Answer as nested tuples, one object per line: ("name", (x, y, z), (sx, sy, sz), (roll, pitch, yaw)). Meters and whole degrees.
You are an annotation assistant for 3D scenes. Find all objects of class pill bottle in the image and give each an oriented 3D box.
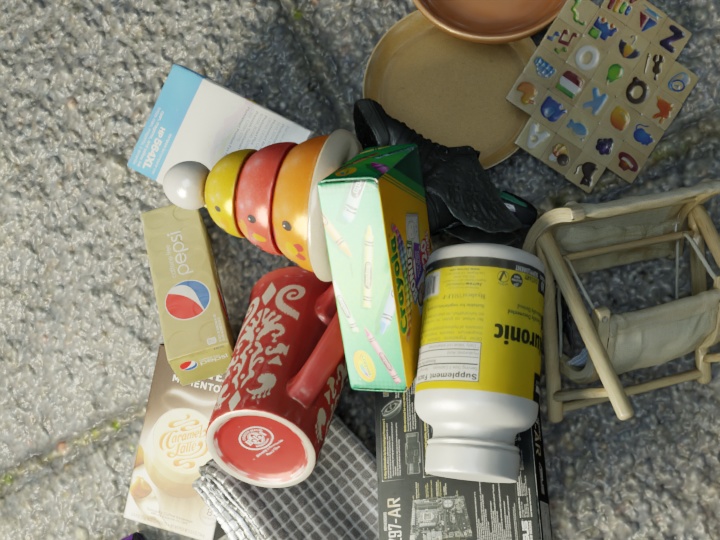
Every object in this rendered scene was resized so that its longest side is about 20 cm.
("pill bottle", (0.106, 0.085, 0.826), (0.111, 0.111, 0.200), (3, 74, 13))

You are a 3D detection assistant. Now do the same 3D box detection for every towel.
("towel", (-0.051, 0.243, 0.962), (0.200, 0.166, 0.086), (46, 139, 12))

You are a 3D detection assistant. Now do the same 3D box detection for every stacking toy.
("stacking toy", (-0.100, -0.072, 0.901), (0.200, 0.146, 0.146), (7, 89, 16))

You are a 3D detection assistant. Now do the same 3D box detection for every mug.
("mug", (-0.073, 0.092, 0.917), (0.133, 0.200, 0.178), (14, 129, 3))

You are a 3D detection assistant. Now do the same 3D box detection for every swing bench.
("swing bench", (0.272, 0.027, 0.885), (0.199, 0.130, 0.200), (-10, 83, -21))

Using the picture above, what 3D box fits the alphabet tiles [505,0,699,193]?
("alphabet tiles", (0.257, -0.193, 0.973), (0.166, 0.006, 0.200), (32, 94, -8))

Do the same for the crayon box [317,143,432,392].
("crayon box", (0.022, -0.004, 0.845), (0.058, 0.119, 0.200), (-1, 111, 22))

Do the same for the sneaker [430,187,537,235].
("sneaker", (0.092, -0.059, 1.007), (0.200, 0.074, 0.088), (18, 104, 23))

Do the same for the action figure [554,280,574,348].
("action figure", (0.122, 0.053, 0.964), (0.200, 0.119, 0.102), (-7, 48, 5))

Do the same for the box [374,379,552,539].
("box", (0.095, 0.180, 0.887), (0.160, 0.044, 0.200), (-12, 66, 23))

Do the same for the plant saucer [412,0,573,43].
("plant saucer", (0.145, -0.336, 1.002), (0.200, 0.037, 0.201), (-2, 77, 7))

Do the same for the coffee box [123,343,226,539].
("coffee box", (-0.185, 0.190, 1.044), (0.114, 0.080, 0.200), (11, 90, 13))

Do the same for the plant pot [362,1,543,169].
("plant pot", (0.103, -0.198, 1.012), (0.200, 0.027, 0.200), (-1, 80, 7))

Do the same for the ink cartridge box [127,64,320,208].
("ink cartridge box", (-0.126, -0.120, 1.020), (0.200, 0.129, 0.125), (28, 94, 12))

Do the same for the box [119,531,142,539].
("box", (-0.269, 0.417, 1.031), (0.106, 0.122, 0.200), (-33, 80, 9))

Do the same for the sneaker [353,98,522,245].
("sneaker", (0.075, -0.103, 0.934), (0.104, 0.060, 0.200), (-20, 66, -15))

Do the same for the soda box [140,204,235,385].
("soda box", (-0.190, 0.020, 1.016), (0.068, 0.064, 0.200), (-16, 58, -4))
